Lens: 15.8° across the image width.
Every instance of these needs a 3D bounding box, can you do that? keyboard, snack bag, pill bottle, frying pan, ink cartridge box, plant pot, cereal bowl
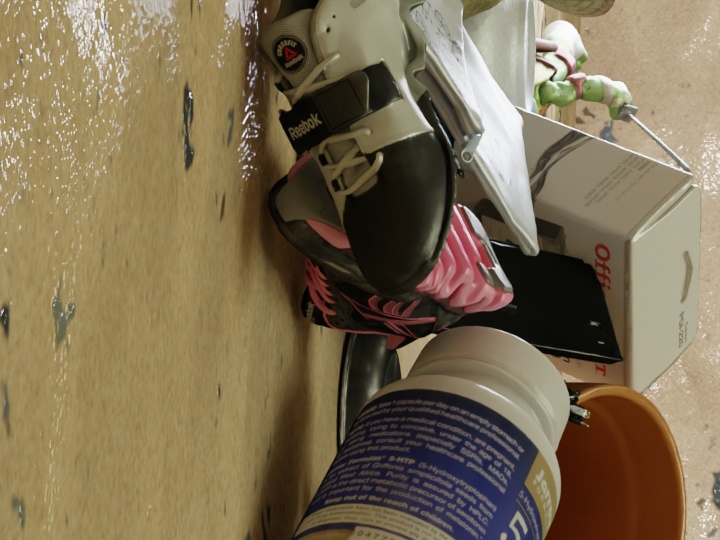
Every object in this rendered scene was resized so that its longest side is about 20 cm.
[{"bbox_3d":[0.079,0.034,1.570,0.021,0.200,0.127,-43,-131,41],"label":"keyboard"},{"bbox_3d":[0.060,-0.122,1.576,0.200,0.021,0.189,57,14,-26],"label":"snack bag"},{"bbox_3d":[0.038,0.126,1.354,0.200,0.119,0.120,-60,154,-44],"label":"pill bottle"},{"bbox_3d":[0.011,0.101,1.633,0.190,0.031,0.115,65,29,-66],"label":"frying pan"},{"bbox_3d":[0.122,-0.019,1.729,0.085,0.200,0.146,-42,142,-37],"label":"ink cartridge box"},{"bbox_3d":[0.098,0.164,1.674,0.200,0.140,0.201,-10,104,-48],"label":"plant pot"},{"bbox_3d":[0.081,-0.157,1.859,0.200,0.083,0.201,1,90,-81],"label":"cereal bowl"}]

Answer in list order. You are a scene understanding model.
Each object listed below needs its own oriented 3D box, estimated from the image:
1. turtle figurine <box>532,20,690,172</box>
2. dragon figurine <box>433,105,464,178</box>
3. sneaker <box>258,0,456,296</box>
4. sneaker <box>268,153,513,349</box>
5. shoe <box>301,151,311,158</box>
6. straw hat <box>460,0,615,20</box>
[{"bbox_3d":[0.155,-0.120,2.190,0.144,0.200,0.194,-55,-169,24],"label":"turtle figurine"},{"bbox_3d":[0.032,-0.090,1.615,0.099,0.059,0.200,-62,153,-73],"label":"dragon figurine"},{"bbox_3d":[-0.011,-0.082,1.249,0.088,0.074,0.200,13,56,-39],"label":"sneaker"},{"bbox_3d":[0.000,0.000,1.361,0.200,0.095,0.079,26,39,-56],"label":"sneaker"},{"bbox_3d":[0.026,-0.036,1.460,0.200,0.053,0.070,38,44,-64],"label":"shoe"},{"bbox_3d":[0.066,-0.210,1.685,0.085,0.201,0.201,-47,158,-15],"label":"straw hat"}]
